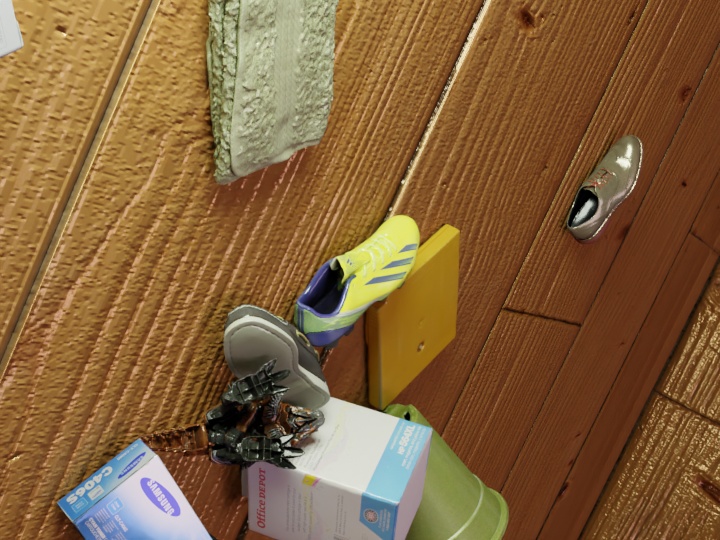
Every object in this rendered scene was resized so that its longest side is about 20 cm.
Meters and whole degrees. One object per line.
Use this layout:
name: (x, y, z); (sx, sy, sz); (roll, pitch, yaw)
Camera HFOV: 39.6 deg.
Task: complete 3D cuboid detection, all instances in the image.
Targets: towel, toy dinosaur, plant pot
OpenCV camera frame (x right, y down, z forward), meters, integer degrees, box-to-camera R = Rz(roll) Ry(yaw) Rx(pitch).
towel: (-0.071, -0.179, 0.859); (0.148, 0.036, 0.201); (-36, 143, -41)
toy dinosaur: (-0.121, 0.166, 1.008); (0.199, 0.103, 0.136); (-28, 177, -37)
plant pot: (0.065, 0.287, 1.327); (0.200, 0.199, 0.191); (-43, 111, -31)

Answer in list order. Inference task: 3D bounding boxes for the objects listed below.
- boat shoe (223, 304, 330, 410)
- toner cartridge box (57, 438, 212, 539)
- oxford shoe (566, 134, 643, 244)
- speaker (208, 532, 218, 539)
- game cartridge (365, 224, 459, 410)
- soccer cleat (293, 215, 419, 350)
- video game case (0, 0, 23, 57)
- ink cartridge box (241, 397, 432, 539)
boat shoe: (-0.091, 0.084, 1.040); (0.071, 0.061, 0.201); (-21, 145, 8)
toner cartridge box: (-0.194, 0.266, 0.954); (0.095, 0.043, 0.201); (-39, 124, -22)
oxford shoe: (0.409, -0.140, 1.670); (0.075, 0.070, 0.201); (25, 92, -57)
speaker: (-0.221, 0.362, 1.042); (0.201, 0.081, 0.081); (-58, 152, -7)
game cartridge: (0.069, 0.062, 1.322); (0.176, 0.032, 0.201); (-41, 143, -35)
soccer cleat: (0.000, 0.001, 1.112); (0.200, 0.064, 0.084); (-47, 145, -26)
video game case: (-0.282, -0.165, 0.507); (0.200, 0.045, 0.182); (-39, 146, -37)
ink cartridge box: (-0.036, 0.232, 1.136); (0.125, 0.199, 0.129); (-56, 157, -50)
